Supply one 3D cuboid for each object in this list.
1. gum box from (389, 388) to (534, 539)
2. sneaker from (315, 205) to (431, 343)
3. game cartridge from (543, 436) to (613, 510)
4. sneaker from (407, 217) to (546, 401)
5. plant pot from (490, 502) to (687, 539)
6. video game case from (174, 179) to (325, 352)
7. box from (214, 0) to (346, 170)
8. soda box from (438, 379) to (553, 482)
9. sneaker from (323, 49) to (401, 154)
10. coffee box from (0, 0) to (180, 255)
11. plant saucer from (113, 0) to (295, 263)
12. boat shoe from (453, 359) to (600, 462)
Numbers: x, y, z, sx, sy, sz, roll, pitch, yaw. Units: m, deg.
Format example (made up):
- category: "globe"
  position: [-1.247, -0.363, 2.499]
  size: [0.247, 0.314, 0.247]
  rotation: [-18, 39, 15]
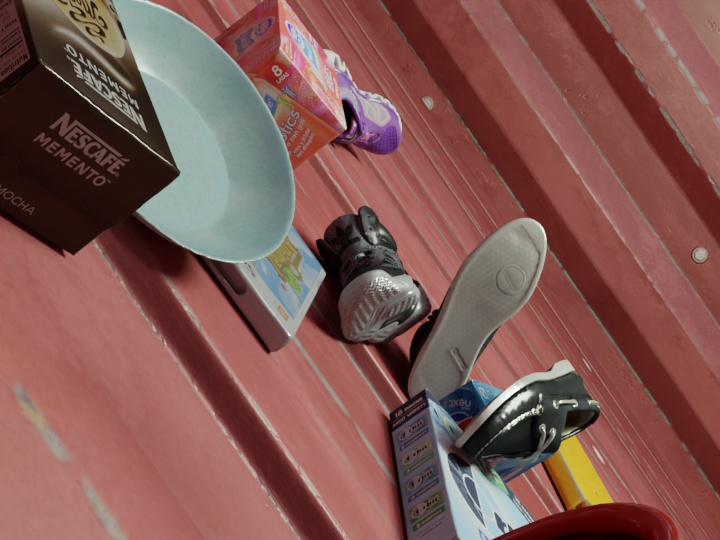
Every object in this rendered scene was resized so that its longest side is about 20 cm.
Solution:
- category: "gum box"
  position: [0.094, 0.211, 0.959]
  size: [0.170, 0.044, 0.201]
  rotation: [50, 12, -21]
- category: "sneaker"
  position: [0.000, 0.000, 1.090]
  size: [0.115, 0.075, 0.200]
  rotation: [57, 6, 13]
- category: "game cartridge"
  position: [0.269, 0.254, 1.577]
  size: [0.176, 0.032, 0.201]
  rotation: [44, 14, -44]
- category: "sneaker"
  position: [0.102, 0.034, 1.159]
  size: [0.070, 0.202, 0.099]
  rotation: [31, 3, -6]
- category: "plant pot"
  position: [0.092, 0.234, 0.551]
  size: [0.184, 0.198, 0.200]
  rotation: [63, 11, -5]
- category: "video game case"
  position: [-0.097, -0.042, 0.938]
  size: [0.183, 0.022, 0.200]
  rotation: [54, 12, -8]
- category: "box"
  position: [-0.084, -0.178, 1.173]
  size: [0.103, 0.094, 0.201]
  rotation: [49, 14, -23]
- category: "soda box"
  position: [0.120, 0.156, 1.149]
  size: [0.065, 0.067, 0.200]
  rotation: [62, 13, 21]
- category: "sneaker"
  position: [-0.012, -0.191, 1.557]
  size: [0.200, 0.080, 0.089]
  rotation: [35, 30, -47]
- category: "coffee box"
  position: [-0.184, -0.123, 0.670]
  size: [0.113, 0.079, 0.201]
  rotation: [41, 19, -52]
- category: "plant saucer"
  position: [-0.126, -0.087, 0.819]
  size: [0.200, 0.038, 0.203]
  rotation: [34, 39, -33]
- category: "boat shoe"
  position: [0.146, 0.124, 1.019]
  size: [0.061, 0.076, 0.199]
  rotation: [50, 33, 15]
